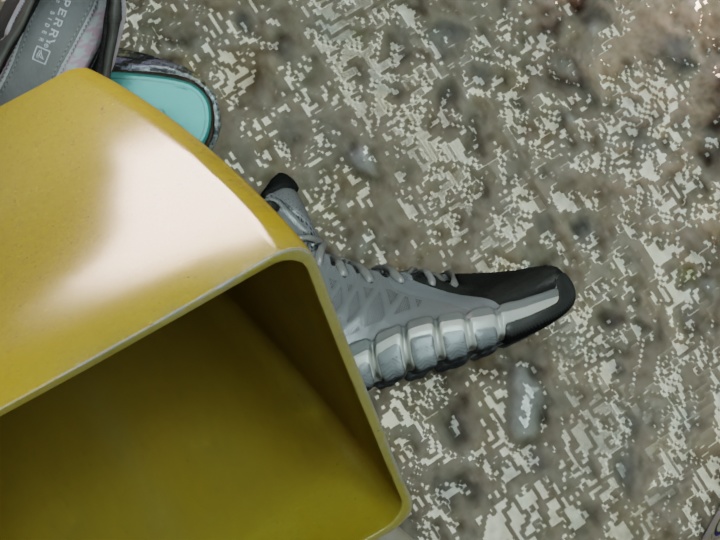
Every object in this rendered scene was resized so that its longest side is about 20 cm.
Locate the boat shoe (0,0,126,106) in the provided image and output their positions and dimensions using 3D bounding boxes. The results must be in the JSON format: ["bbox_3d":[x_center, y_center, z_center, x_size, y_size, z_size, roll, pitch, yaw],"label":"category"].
[{"bbox_3d":[-0.155,-0.063,1.136,0.066,0.057,0.201,20,91,-9],"label":"boat shoe"}]

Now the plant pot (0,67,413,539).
[{"bbox_3d":[-0.120,0.038,1.050,0.199,0.200,0.177,-29,51,-6],"label":"plant pot"}]

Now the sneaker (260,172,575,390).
[{"bbox_3d":[0.000,0.000,1.215,0.199,0.075,0.116,-17,83,-12],"label":"sneaker"}]

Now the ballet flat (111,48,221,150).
[{"bbox_3d":[-0.167,-0.080,1.196,0.199,0.072,0.073,10,80,-8],"label":"ballet flat"}]

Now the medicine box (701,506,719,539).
[{"bbox_3d":[0.261,0.168,1.224,0.182,0.103,0.201,33,77,-5],"label":"medicine box"}]

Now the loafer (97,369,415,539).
[{"bbox_3d":[-0.045,0.120,1.165,0.200,0.076,0.068,36,43,-15],"label":"loafer"}]
